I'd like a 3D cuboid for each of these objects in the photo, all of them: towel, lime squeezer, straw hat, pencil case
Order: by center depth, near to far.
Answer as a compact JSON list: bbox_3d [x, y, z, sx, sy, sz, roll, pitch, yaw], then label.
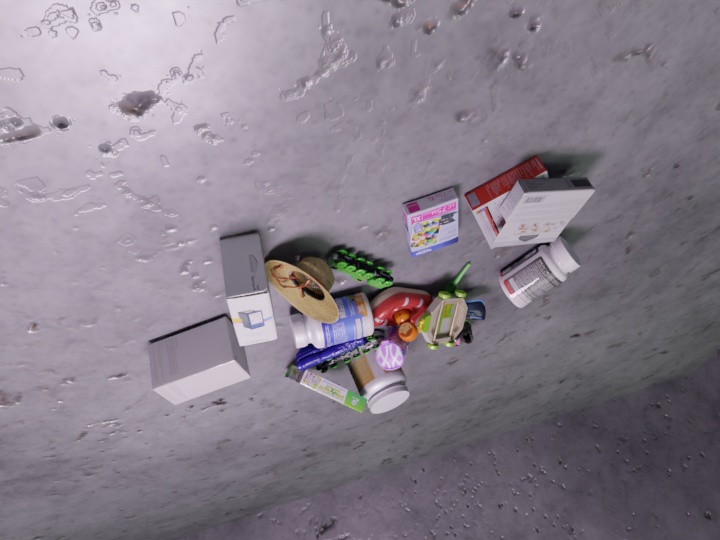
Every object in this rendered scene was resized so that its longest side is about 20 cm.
[{"bbox_3d":[-0.107,0.018,1.264,0.085,0.200,0.202,-53,162,-29],"label":"straw hat"},{"bbox_3d":[-0.078,0.199,1.566,0.198,0.050,0.148,-23,-173,5],"label":"towel"},{"bbox_3d":[0.091,0.203,1.574,0.083,0.086,0.200,-21,-174,13],"label":"pencil case"},{"bbox_3d":[0.264,0.054,1.589,0.070,0.038,0.201,-15,147,-9],"label":"lime squeezer"}]

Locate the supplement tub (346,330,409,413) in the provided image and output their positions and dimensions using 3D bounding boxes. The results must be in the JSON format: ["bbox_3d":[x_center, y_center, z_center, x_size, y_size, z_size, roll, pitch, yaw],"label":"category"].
[{"bbox_3d":[0.046,0.294,1.665,0.143,0.201,0.145,-19,148,-12],"label":"supplement tub"}]

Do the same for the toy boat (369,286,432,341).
[{"bbox_3d":[0.112,0.127,1.524,0.198,0.132,0.131,7,139,-37],"label":"toy boat"}]

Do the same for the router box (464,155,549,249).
[{"bbox_3d":[0.349,-0.149,1.318,0.178,0.049,0.200,-28,148,11],"label":"router box"}]

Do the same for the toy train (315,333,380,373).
[{"bbox_3d":[-0.035,0.226,1.598,0.198,0.056,0.042,-26,110,5],"label":"toy train"}]

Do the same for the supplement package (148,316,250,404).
[{"bbox_3d":[-0.384,0.219,1.378,0.198,0.122,0.120,-19,148,0],"label":"supplement package"}]

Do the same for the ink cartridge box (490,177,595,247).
[{"bbox_3d":[0.397,-0.129,1.285,0.198,0.044,0.174,-6,145,-24],"label":"ink cartridge box"}]

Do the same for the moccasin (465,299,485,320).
[{"bbox_3d":[0.257,0.131,1.633,0.198,0.069,0.080,-12,172,17],"label":"moccasin"}]

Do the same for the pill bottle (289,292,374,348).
[{"bbox_3d":[-0.074,0.131,1.443,0.198,0.113,0.113,-13,148,-12],"label":"pill bottle"}]

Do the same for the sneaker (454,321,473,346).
[{"bbox_3d":[0.281,0.186,1.753,0.198,0.084,0.077,9,138,-38],"label":"sneaker"}]

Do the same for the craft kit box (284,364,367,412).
[{"bbox_3d":[-0.102,0.332,1.627,0.199,0.049,0.197,29,169,-16],"label":"craft kit box"}]

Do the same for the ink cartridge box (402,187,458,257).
[{"bbox_3d":[0.163,-0.096,1.304,0.118,0.042,0.201,-19,150,-2],"label":"ink cartridge box"}]

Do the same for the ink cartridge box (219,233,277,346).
[{"bbox_3d":[-0.230,0.042,1.187,0.086,0.147,0.201,-9,148,-11],"label":"ink cartridge box"}]

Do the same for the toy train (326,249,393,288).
[{"bbox_3d":[0.000,0.000,1.342,0.056,0.042,0.199,-22,149,38],"label":"toy train"}]

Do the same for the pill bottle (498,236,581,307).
[{"bbox_3d":[0.488,0.004,1.565,0.199,0.115,0.113,-38,144,27],"label":"pill bottle"}]

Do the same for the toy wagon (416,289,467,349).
[{"bbox_3d":[0.211,0.130,1.523,0.199,0.039,0.157,-2,109,-43],"label":"toy wagon"}]
